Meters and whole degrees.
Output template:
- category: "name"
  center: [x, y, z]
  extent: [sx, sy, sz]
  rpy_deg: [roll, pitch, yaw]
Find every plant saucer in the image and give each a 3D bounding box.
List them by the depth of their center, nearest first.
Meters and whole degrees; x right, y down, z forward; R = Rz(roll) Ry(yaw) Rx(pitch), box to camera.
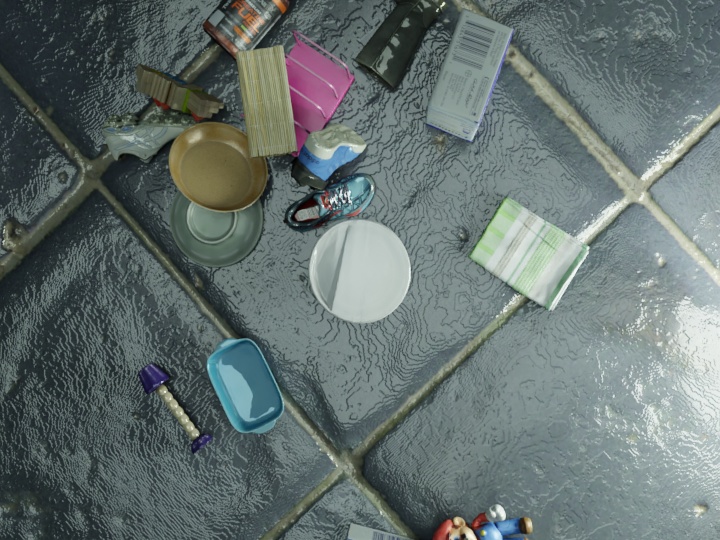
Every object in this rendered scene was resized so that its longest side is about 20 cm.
- category: "plant saucer"
  center: [-0.284, -0.199, 1.576]
  extent: [0.197, 0.035, 0.203]
  rpy_deg: [9, 65, -19]
- category: "plant saucer"
  center: [-0.297, -0.107, 1.608]
  extent: [0.197, 0.050, 0.204]
  rpy_deg: [0, 91, 5]

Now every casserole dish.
- category: "casserole dish"
  center: [-0.231, 0.232, 1.612]
  extent: [0.120, 0.039, 0.202]
  rpy_deg: [-26, 88, 5]

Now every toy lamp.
- category: "toy lamp"
  center: [-0.381, 0.278, 1.615]
  extent: [0.058, 0.058, 0.201]
  rpy_deg: [-38, 87, 4]

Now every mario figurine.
- category: "mario figurine"
  center: [0.238, 0.532, 1.541]
  extent: [0.197, 0.107, 0.125]
  rpy_deg: [-3, 56, -3]

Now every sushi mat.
- category: "sushi mat"
  center: [-0.176, -0.315, 1.489]
  extent: [0.094, 0.012, 0.203]
  rpy_deg: [-8, 93, 7]

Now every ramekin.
- category: "ramekin"
  center: [0.000, 0.000, 1.563]
  extent: [0.199, 0.094, 0.206]
  rpy_deg: [0, 91, 4]

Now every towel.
- category: "towel"
  center: [0.333, -0.034, 1.569]
  extent: [0.199, 0.031, 0.150]
  rpy_deg: [32, 92, 4]

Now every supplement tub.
- category: "supplement tub"
  center: [-0.214, -0.521, 1.568]
  extent: [0.107, 0.107, 0.200]
  rpy_deg: [41, 94, 3]

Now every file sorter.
- category: "file sorter"
  center: [-0.125, -0.343, 1.554]
  extent: [0.138, 0.125, 0.201]
  rpy_deg: [33, 93, 3]

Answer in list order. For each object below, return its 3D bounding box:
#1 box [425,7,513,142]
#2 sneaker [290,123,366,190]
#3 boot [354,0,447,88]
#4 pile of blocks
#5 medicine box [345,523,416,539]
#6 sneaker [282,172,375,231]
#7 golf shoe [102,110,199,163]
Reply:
- category: "box"
  center: [0.200, -0.359, 1.490]
  extent: [0.104, 0.200, 0.186]
  rpy_deg: [21, 92, 3]
- category: "sneaker"
  center: [-0.068, -0.215, 1.536]
  extent: [0.077, 0.200, 0.112]
  rpy_deg: [41, 117, 8]
- category: "boot"
  center: [0.054, -0.492, 1.574]
  extent: [0.181, 0.073, 0.201]
  rpy_deg: [40, 100, 5]
- category: "pile of blocks"
  center: [-0.372, -0.350, 1.606]
  extent: [0.198, 0.082, 0.063]
  rpy_deg: [29, 111, 13]
- category: "medicine box"
  center: [0.040, 0.630, 1.562]
  extent: [0.179, 0.103, 0.203]
  rpy_deg: [12, 91, 4]
- category: "sneaker"
  center: [-0.060, -0.129, 1.565]
  extent: [0.198, 0.096, 0.080]
  rpy_deg: [-27, 92, 5]
- category: "golf shoe"
  center: [-0.421, -0.270, 1.617]
  extent: [0.197, 0.079, 0.099]
  rpy_deg: [-1, 115, 4]
